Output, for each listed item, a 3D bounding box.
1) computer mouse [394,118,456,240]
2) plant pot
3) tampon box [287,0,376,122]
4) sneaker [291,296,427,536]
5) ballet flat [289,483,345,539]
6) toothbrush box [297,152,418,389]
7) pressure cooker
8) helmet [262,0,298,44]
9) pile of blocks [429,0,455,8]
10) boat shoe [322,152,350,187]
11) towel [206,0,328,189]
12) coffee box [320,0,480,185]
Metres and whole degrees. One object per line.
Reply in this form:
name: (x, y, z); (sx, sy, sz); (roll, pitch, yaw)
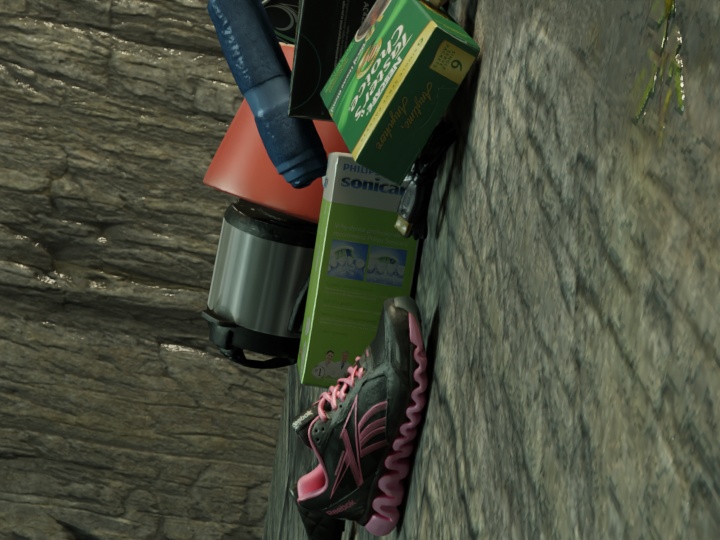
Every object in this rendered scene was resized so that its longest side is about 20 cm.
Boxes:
computer mouse: (0.049, -0.114, 1.507); (0.200, 0.044, 0.110); (-96, 13, -56)
plant pot: (-0.055, -0.149, 2.070); (0.200, 0.200, 0.178); (-142, 69, -85)
tampon box: (0.004, -0.231, 1.729); (0.200, 0.126, 0.150); (-93, 10, -69)
sneaker: (-0.003, 0.110, 1.415); (0.079, 0.095, 0.201); (-88, 9, -68)
ballet flat: (-0.046, 0.296, 1.844); (0.066, 0.057, 0.201); (-102, 15, -71)
toothbrush box: (0.000, 0.000, 1.629); (0.146, 0.086, 0.201); (-137, 54, -85)
pressure cooker: (-0.095, 0.024, 2.252); (0.179, 0.175, 0.201); (-84, 7, -76)
helmet: (-0.060, -0.367, 2.428); (0.200, 0.190, 0.201); (-27, 52, 41)
pile of blocks: (0.056, -0.295, 1.464); (0.062, 0.082, 0.201); (111, 166, -70)
boat shoe: (0.007, -0.065, 1.831); (0.202, 0.074, 0.086); (156, 113, -76)
towel: (-0.090, -0.175, 1.783); (0.112, 0.048, 0.200); (-25, -87, -83)
coffee box: (0.027, -0.153, 1.439); (0.123, 0.044, 0.200); (-58, 18, 14)
